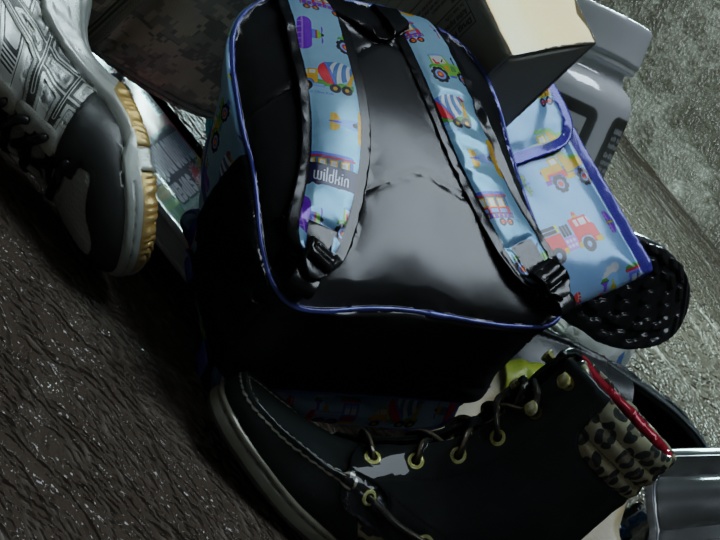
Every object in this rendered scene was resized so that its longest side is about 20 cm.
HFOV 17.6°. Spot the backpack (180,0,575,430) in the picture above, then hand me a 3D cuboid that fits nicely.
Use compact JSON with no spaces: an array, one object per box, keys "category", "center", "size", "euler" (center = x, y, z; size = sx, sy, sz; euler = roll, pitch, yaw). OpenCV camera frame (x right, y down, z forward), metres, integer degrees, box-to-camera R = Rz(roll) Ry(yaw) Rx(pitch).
[{"category":"backpack","center":[-0.006,-0.037,1.191],"size":[0.181,0.135,0.201],"euler":[4,56,-28]}]

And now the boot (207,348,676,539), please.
[{"category":"boot","center":[0.041,0.082,1.129],"size":[0.203,0.154,0.074],"euler":[42,12,-20]}]

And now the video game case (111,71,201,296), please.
[{"category":"video game case","center":[-0.087,-0.023,1.284],"size":[0.201,0.017,0.143],"euler":[52,11,-4]}]

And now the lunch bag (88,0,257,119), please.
[{"category":"lunch bag","center":[-0.096,-0.188,1.354],"size":[0.168,0.139,0.201],"euler":[47,20,-21]}]

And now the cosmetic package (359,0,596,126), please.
[{"category":"cosmetic package","center":[0.041,-0.183,1.300],"size":[0.071,0.105,0.201],"euler":[-13,73,-37]}]

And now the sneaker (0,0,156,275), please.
[{"category":"sneaker","center":[-0.167,-0.083,1.149],"size":[0.087,0.076,0.201],"euler":[-12,69,-31]}]

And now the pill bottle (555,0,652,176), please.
[{"category":"pill bottle","center":[0.116,-0.089,1.589],"size":[0.113,0.201,0.114],"euler":[24,4,-2]}]

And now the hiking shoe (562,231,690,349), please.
[{"category":"hiking shoe","center":[0.121,-0.007,1.489],"size":[0.199,0.076,0.101],"euler":[18,9,-31]}]

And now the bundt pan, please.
[{"category":"bundt pan","center":[0.231,0.197,1.391],"size":[0.202,0.075,0.204],"euler":[-12,90,-75]}]

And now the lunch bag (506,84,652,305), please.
[{"category":"lunch bag","center":[0.055,-0.059,1.353],"size":[0.094,0.150,0.201],"euler":[-28,-96,59]}]

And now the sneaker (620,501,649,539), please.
[{"category":"sneaker","center":[0.173,0.201,1.417],"size":[0.087,0.075,0.200],"euler":[53,13,3]}]

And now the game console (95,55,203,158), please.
[{"category":"game console","center":[-0.160,-0.102,1.349],"size":[0.177,0.031,0.200],"euler":[52,12,-5]}]

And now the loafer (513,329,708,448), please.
[{"category":"loafer","center":[0.140,0.078,1.446],"size":[0.200,0.069,0.070],"euler":[30,-22,-34]}]

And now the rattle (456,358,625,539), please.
[{"category":"rattle","center":[0.091,0.165,1.342],"size":[0.129,0.143,0.201],"euler":[-13,71,-39]}]

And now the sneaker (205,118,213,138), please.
[{"category":"sneaker","center":[-0.084,-0.116,1.463],"size":[0.198,0.084,0.121],"euler":[13,27,17]}]

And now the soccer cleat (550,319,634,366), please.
[{"category":"soccer cleat","center":[0.141,0.040,1.561],"size":[0.070,0.086,0.200],"euler":[50,13,14]}]
